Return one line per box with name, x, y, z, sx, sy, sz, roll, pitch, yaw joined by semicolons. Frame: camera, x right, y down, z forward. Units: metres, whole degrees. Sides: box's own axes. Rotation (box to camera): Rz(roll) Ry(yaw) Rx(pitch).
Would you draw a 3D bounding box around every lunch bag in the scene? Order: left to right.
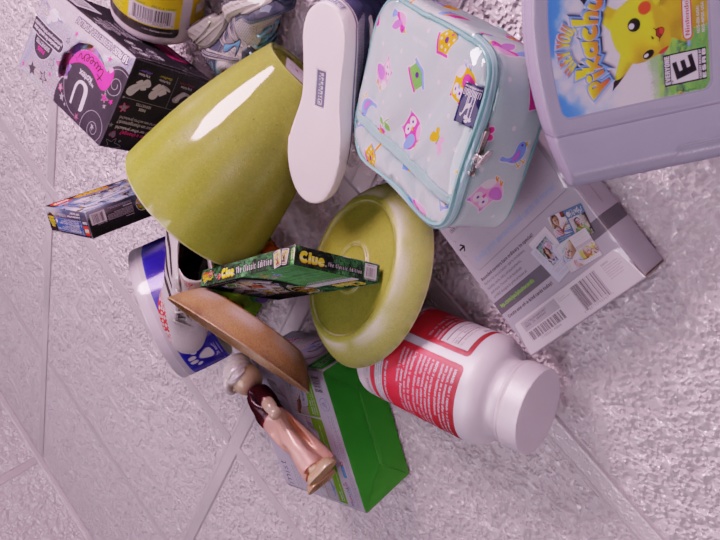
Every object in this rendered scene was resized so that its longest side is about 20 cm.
lunch bag;0.067;-0.132;0.617;0.201;0.076;0.163;53;134;48

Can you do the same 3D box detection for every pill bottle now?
pill bottle;-0.222;-0.375;0.829;0.114;0.113;0.202;46;138;18
pill bottle;0.099;0.108;0.750;0.198;0.111;0.115;20;126;40

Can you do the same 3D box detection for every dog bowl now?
dog bowl;-0.263;0.049;1.074;0.200;0.077;0.204;156;91;-86

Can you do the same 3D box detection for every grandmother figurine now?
grandmother figurine;-0.108;0.188;0.926;0.200;0.060;0.122;47;147;21

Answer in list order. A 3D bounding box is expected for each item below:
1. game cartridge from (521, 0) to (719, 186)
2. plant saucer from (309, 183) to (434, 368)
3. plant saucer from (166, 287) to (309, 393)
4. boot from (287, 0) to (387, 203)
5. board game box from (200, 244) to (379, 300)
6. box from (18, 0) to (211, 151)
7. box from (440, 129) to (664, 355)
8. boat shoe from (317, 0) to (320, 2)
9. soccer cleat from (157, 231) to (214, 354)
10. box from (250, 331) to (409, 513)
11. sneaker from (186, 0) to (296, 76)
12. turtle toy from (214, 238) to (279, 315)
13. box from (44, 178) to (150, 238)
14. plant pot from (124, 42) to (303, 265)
game cartridge;0.180;-0.165;0.501;0.130;0.041;0.204;-10;109;8
plant saucer;0.000;0.000;0.773;0.198;0.031;0.204;-26;56;47
plant saucer;-0.134;0.075;0.851;0.198;0.036;0.201;32;168;8
boot;-0.014;-0.168;0.726;0.072;0.090;0.203;31;127;26
board game box;-0.079;0.006;0.764;0.198;0.103;0.024;-11;69;51
box;-0.305;-0.240;0.895;0.199;0.131;0.116;39;109;26
box;0.150;-0.043;0.662;0.201;0.041;0.156;53;140;10
boat shoe;0.001;-0.297;0.657;0.199;0.071;0.071;-11;103;50
soccer cleat;-0.217;0.020;0.918;0.085;0.067;0.205;-140;52;-58
box;-0.048;0.198;0.981;0.175;0.096;0.204;-1;111;49
sneaker;-0.119;-0.266;0.822;0.198;0.077;0.088;1;122;56
turtle toy;-0.167;-0.001;0.990;0.147;0.099;0.202;56;142;30
box;-0.328;-0.102;1.038;0.135;0.198;0.041;10;119;45
plant pot;-0.126;-0.141;0.805;0.200;0.186;0.188;-45;75;18
